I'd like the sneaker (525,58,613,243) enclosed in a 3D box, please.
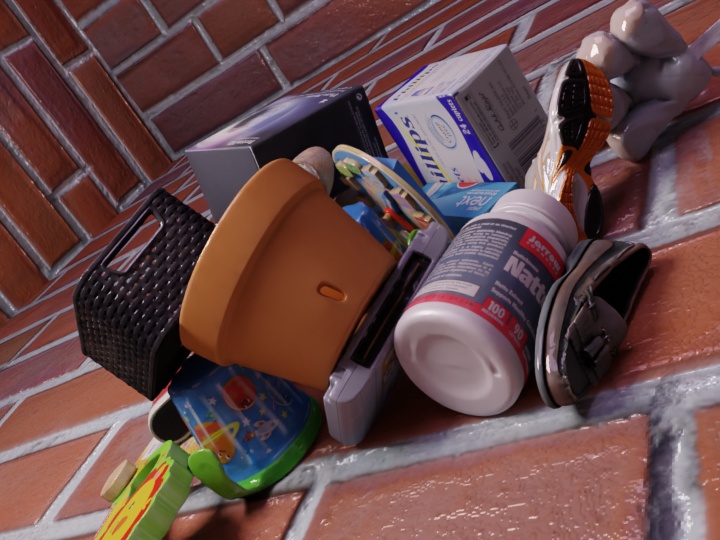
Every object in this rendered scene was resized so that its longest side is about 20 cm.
[{"bbox_3d":[0.209,-0.122,0.842,0.092,0.074,0.204,175,104,-67],"label":"sneaker"}]

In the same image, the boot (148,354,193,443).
[{"bbox_3d":[-0.183,0.113,0.989,0.199,0.073,0.144,-38,20,-3],"label":"boot"}]

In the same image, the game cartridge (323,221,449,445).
[{"bbox_3d":[0.029,0.065,0.762,0.041,0.134,0.202,23,64,19],"label":"game cartridge"}]

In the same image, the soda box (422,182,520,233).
[{"bbox_3d":[0.126,-0.065,0.977,0.068,0.065,0.199,-41,22,-16],"label":"soda box"}]

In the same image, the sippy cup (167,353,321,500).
[{"bbox_3d":[-0.130,0.143,0.838,0.139,0.131,0.177,-38,20,-10],"label":"sippy cup"}]

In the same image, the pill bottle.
[{"bbox_3d":[0.124,0.019,0.718,0.118,0.120,0.201,-13,30,45],"label":"pill bottle"}]

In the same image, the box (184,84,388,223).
[{"bbox_3d":[-0.103,-0.157,1.089,0.197,0.125,0.198,-36,25,-29],"label":"box"}]

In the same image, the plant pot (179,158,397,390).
[{"bbox_3d":[-0.056,0.019,0.739,0.202,0.138,0.201,-58,-10,-16],"label":"plant pot"}]

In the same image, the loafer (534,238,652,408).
[{"bbox_3d":[0.196,0.032,0.654,0.062,0.073,0.201,-11,29,34],"label":"loafer"}]

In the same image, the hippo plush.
[{"bbox_3d":[0.312,-0.240,0.925,0.198,0.160,0.161,-35,21,3],"label":"hippo plush"}]

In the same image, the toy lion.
[{"bbox_3d":[-0.223,0.245,0.785,0.192,0.068,0.201,-44,14,31],"label":"toy lion"}]

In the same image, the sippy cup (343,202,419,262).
[{"bbox_3d":[0.000,0.000,0.920,0.176,0.131,0.140,-33,20,7],"label":"sippy cup"}]

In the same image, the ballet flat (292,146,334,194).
[{"bbox_3d":[-0.088,-0.068,0.936,0.067,0.067,0.203,78,-144,-74],"label":"ballet flat"}]

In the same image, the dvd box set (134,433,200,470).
[{"bbox_3d":[-0.185,0.175,0.997,0.145,0.030,0.201,-22,24,32],"label":"dvd box set"}]

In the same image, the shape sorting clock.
[{"bbox_3d":[0.041,-0.075,0.942,0.039,0.200,0.199,-50,23,-12],"label":"shape sorting clock"}]

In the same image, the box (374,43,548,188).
[{"bbox_3d":[0.142,-0.169,1.008,0.105,0.185,0.199,-42,21,-15],"label":"box"}]

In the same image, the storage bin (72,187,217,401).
[{"bbox_3d":[-0.202,0.031,0.788,0.136,0.093,0.200,-57,-1,-28],"label":"storage bin"}]

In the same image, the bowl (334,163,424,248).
[{"bbox_3d":[0.020,-0.099,1.160,0.198,0.108,0.201,-31,20,13],"label":"bowl"}]
